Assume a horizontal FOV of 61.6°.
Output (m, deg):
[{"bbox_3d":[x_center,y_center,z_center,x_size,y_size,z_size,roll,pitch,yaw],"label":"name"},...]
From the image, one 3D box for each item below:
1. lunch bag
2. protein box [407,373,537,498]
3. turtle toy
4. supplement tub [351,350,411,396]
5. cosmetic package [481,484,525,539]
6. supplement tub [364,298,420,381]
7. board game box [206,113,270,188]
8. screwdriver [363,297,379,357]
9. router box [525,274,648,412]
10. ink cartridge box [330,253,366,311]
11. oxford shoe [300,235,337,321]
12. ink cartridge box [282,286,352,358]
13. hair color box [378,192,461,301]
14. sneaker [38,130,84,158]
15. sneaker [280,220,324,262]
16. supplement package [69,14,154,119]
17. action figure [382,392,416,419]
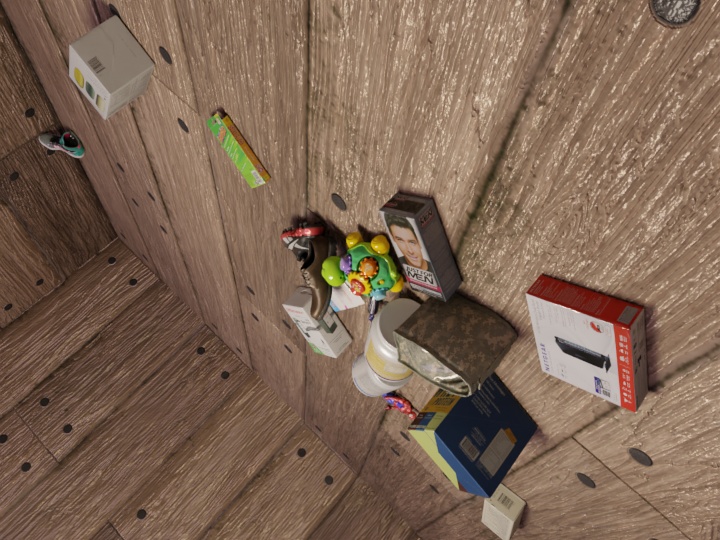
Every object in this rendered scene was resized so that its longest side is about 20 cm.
[{"bbox_3d":[0.191,0.148,1.199,0.198,0.163,0.120,28,145,37],"label":"lunch bag"},{"bbox_3d":[0.253,0.357,1.368,0.199,0.200,0.134,49,156,-7],"label":"protein box"},{"bbox_3d":[0.000,0.000,1.347,0.196,0.102,0.148,10,138,40],"label":"turtle toy"},{"bbox_3d":[0.059,0.266,1.642,0.132,0.132,0.200,46,157,0],"label":"supplement tub"},{"bbox_3d":[0.423,0.720,1.795,0.102,0.073,0.202,32,153,28],"label":"cosmetic package"},{"bbox_3d":[0.088,0.164,1.421,0.145,0.145,0.201,40,156,13],"label":"supplement tub"},{"bbox_3d":[-0.308,-0.302,1.520,0.202,0.030,0.095,54,155,-20],"label":"board game box"},{"bbox_3d":[0.022,0.139,1.544,0.029,0.027,0.204,39,130,35],"label":"screwdriver"},{"bbox_3d":[0.373,0.119,0.991,0.177,0.049,0.203,22,146,44],"label":"router box"},{"bbox_3d":[-0.041,0.030,1.525,0.116,0.068,0.199,52,156,-9],"label":"ink cartridge box"},{"bbox_3d":[-0.110,0.019,1.437,0.072,0.082,0.207,18,106,62],"label":"oxford shoe"},{"bbox_3d":[-0.134,0.158,1.858,0.145,0.084,0.202,2,130,57],"label":"ink cartridge box"},{"bbox_3d":[0.117,-0.044,1.158,0.098,0.061,0.203,19,143,47],"label":"hair color box"},{"bbox_3d":[-1.342,-0.581,2.709,0.195,0.086,0.121,18,156,-17],"label":"sneaker"},{"bbox_3d":[-0.148,-0.064,1.528,0.199,0.069,0.101,-7,91,60],"label":"sneaker"},{"bbox_3d":[-0.667,-0.535,1.612,0.153,0.151,0.199,51,156,-13],"label":"supplement package"},{"bbox_3d":[0.098,0.407,1.899,0.197,0.052,0.066,27,146,33],"label":"action figure"}]
